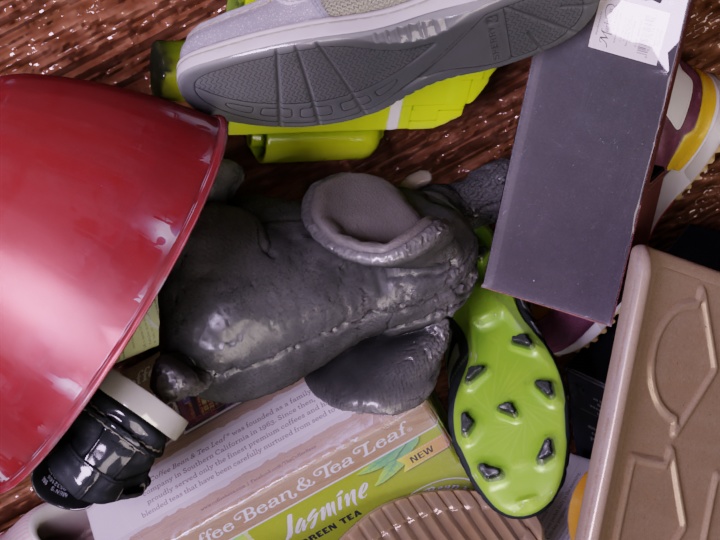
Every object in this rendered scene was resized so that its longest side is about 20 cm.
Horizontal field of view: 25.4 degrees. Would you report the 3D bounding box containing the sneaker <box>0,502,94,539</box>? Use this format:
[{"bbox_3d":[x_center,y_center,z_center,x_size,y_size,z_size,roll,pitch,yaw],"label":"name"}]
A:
[{"bbox_3d":[-0.145,0.201,1.006,0.200,0.075,0.105,21,123,-32],"label":"sneaker"}]

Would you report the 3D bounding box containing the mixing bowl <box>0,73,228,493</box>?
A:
[{"bbox_3d":[-0.158,-0.012,0.718,0.108,0.200,0.200,31,114,-16],"label":"mixing bowl"}]

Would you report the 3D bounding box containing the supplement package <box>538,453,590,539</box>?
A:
[{"bbox_3d":[0.137,0.243,0.953,0.200,0.111,0.156,-53,144,-31],"label":"supplement package"}]

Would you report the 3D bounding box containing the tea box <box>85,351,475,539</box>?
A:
[{"bbox_3d":[-0.039,0.128,0.948,0.200,0.134,0.197,-30,137,3],"label":"tea box"}]

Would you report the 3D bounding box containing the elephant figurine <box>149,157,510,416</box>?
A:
[{"bbox_3d":[0.000,0.000,0.816,0.199,0.156,0.142,-3,163,0],"label":"elephant figurine"}]

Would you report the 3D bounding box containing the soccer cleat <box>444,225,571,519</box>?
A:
[{"bbox_3d":[0.078,0.054,0.894,0.067,0.200,0.081,-20,144,9],"label":"soccer cleat"}]

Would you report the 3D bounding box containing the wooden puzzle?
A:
[{"bbox_3d":[0.174,0.094,0.853,0.200,0.046,0.186,16,84,-45],"label":"wooden puzzle"}]

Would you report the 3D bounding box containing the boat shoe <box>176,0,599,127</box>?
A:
[{"bbox_3d":[0.009,-0.123,0.753,0.201,0.065,0.074,-17,153,1],"label":"boat shoe"}]

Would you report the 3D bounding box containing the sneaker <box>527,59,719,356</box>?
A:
[{"bbox_3d":[0.128,-0.041,0.929,0.090,0.075,0.200,16,116,-23],"label":"sneaker"}]

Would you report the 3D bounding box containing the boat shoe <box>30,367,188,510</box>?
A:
[{"bbox_3d":[-0.135,0.087,0.788,0.074,0.199,0.066,37,76,-15],"label":"boat shoe"}]

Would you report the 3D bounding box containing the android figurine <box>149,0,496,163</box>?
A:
[{"bbox_3d":[-0.004,-0.130,0.802,0.199,0.041,0.182,-6,131,-19],"label":"android figurine"}]

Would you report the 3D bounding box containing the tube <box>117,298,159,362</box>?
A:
[{"bbox_3d":[-0.179,0.043,0.874,0.200,0.052,0.058,-24,180,-15],"label":"tube"}]

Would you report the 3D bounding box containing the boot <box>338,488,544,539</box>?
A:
[{"bbox_3d":[0.005,0.203,0.913,0.200,0.072,0.167,-19,150,-13],"label":"boot"}]

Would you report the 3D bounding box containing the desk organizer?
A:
[{"bbox_3d":[0.126,-0.083,0.824,0.077,0.072,0.200,-32,136,-64],"label":"desk organizer"}]

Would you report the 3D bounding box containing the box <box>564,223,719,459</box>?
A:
[{"bbox_3d":[0.220,0.098,1.026,0.148,0.104,0.200,-46,142,-26],"label":"box"}]
